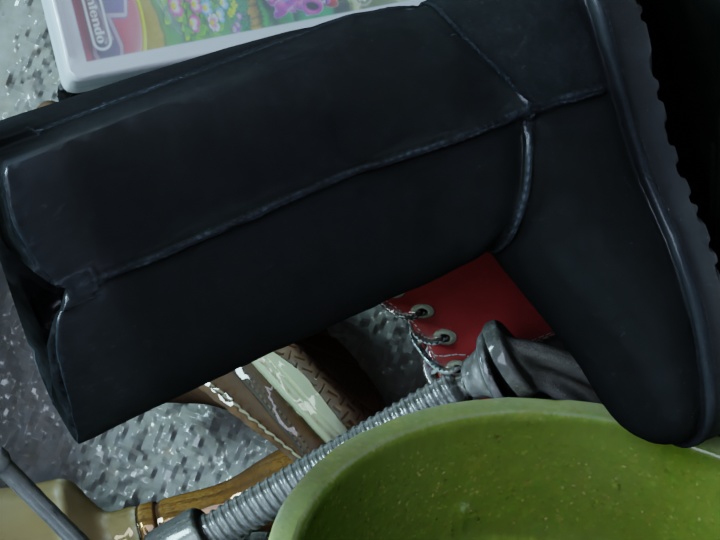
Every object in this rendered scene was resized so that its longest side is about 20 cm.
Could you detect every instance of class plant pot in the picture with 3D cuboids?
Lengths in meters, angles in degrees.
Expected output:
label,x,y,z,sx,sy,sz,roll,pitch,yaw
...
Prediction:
label,x,y,z,sx,sy,sz,roll,pitch,yaw
plant pot,0.058,0.173,0.811,0.200,0.200,0.191,26,127,23

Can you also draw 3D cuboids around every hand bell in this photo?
label,x,y,z,sx,sy,sz,roll,pitch,yaw
hand bell,-0.067,0.090,0.949,0.199,0.104,0.105,-18,75,5

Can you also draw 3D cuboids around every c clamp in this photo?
label,x,y,z,sx,sy,sz,roll,pitch,yaw
c clamp,0.004,0.078,0.878,0.199,0.171,0.027,-26,37,10

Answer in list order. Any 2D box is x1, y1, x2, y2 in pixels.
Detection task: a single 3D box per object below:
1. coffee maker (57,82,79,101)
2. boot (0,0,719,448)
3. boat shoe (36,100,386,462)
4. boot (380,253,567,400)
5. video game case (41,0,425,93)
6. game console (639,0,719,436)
label,x,y,z,sx,sy,sz,roll,pitch,yaw
coffee maker,-0.019,-0.155,0.947,0.191,0.135,0.201,-2,80,-12
boot,0.001,0.006,0.780,0.199,0.066,0.165,-22,99,-22
boat shoe,-0.070,0.023,0.952,0.075,0.075,0.202,-51,52,6
boot,0.000,0.000,0.876,0.199,0.145,0.072,-8,34,-13
video game case,-0.016,-0.145,0.866,0.199,0.018,0.144,-12,81,-16
game console,0.179,-0.007,0.821,0.116,0.201,0.176,-24,44,-22
